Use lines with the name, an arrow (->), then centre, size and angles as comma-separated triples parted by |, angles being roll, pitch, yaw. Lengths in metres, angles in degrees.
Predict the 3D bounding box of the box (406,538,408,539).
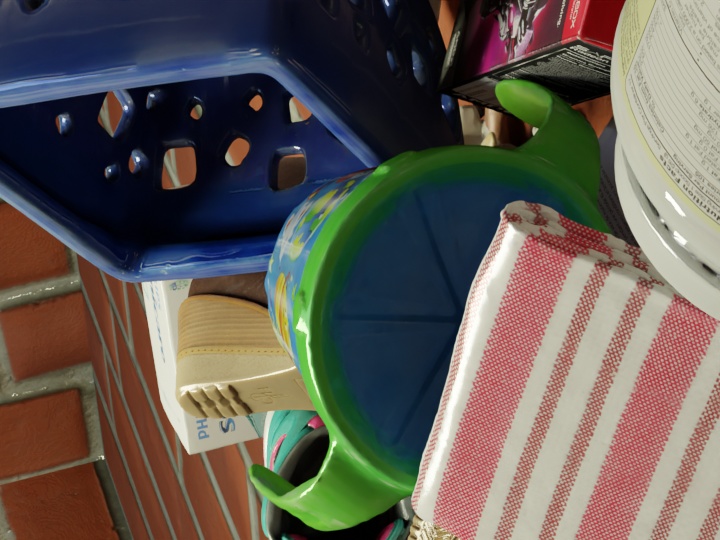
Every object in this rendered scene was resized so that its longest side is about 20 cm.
box -> 0.064, 0.081, 1.159 | 0.201, 0.114, 0.133 | -118, 22, -44

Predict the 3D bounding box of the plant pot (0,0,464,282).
plant pot -> -0.070, -0.119, 0.970 | 0.200, 0.199, 0.181 | 42, -133, -55

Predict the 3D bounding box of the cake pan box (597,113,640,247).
cake pan box -> 0.133, 0.028, 0.824 | 0.185, 0.052, 0.201 | -59, 40, 33

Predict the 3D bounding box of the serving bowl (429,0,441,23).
serving bowl -> 0.004, -0.181, 1.134 | 0.200, 0.065, 0.202 | -176, 90, -85

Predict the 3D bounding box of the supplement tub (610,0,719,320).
supplement tub -> 0.152, -0.077, 0.591 | 0.200, 0.144, 0.146 | 102, 152, -60

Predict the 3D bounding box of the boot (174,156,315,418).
boot -> 0.000, 0.000, 1.101 | 0.073, 0.198, 0.167 | 63, -148, -46

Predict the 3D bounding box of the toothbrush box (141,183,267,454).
toothbrush box -> -0.033, 0.013, 1.306 | 0.085, 0.198, 0.148 | -132, 31, -63

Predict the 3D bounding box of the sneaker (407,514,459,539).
sneaker -> 0.080, 0.170, 1.058 | 0.070, 0.108, 0.202 | 29, 121, 42

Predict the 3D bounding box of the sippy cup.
sippy cup -> 0.023, 0.012, 0.851 | 0.130, 0.177, 0.141 | 20, 131, 70

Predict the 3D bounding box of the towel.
towel -> 0.122, 0.070, 0.735 | 0.030, 0.199, 0.147 | -52, -17, -52

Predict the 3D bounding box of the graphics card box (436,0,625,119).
graphics card box -> 0.094, -0.136, 0.871 | 0.200, 0.050, 0.126 | 177, 108, -77

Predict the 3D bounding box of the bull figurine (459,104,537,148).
bull figurine -> 0.077, -0.034, 1.106 | 0.200, 0.065, 0.122 | -125, 29, -52

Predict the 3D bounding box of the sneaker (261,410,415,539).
sneaker -> -0.007, 0.162, 1.121 | 0.121, 0.083, 0.202 | -171, 70, -84
